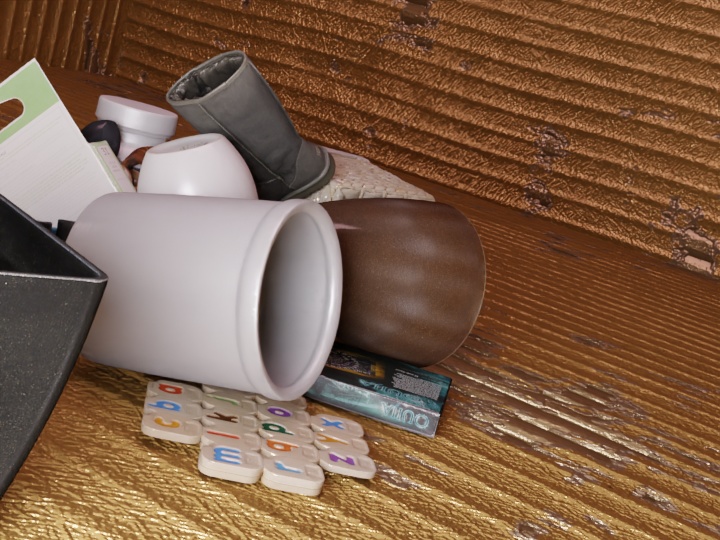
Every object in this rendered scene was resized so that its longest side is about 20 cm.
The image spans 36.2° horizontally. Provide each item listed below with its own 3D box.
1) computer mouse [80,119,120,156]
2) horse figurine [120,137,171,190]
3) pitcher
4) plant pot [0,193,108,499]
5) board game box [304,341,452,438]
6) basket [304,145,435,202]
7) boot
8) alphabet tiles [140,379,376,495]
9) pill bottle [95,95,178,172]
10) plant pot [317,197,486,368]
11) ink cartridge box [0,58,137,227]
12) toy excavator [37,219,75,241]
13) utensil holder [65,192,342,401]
[{"bbox_3d":[-0.325,-0.079,1.211,0.034,0.201,0.059,34,0,16],"label":"computer mouse"},{"bbox_3d":[-0.266,-0.058,1.207,0.132,0.201,0.050,26,-3,31],"label":"horse figurine"},{"bbox_3d":[-0.163,-0.038,1.145,0.120,0.202,0.172,-14,18,-11],"label":"pitcher"},{"bbox_3d":[-0.294,0.051,0.648,0.199,0.179,0.199,6,14,-41],"label":"plant pot"},{"bbox_3d":[-0.010,0.108,1.117,0.198,0.028,0.135,17,12,7],"label":"board game box"},{"bbox_3d":[-0.041,-0.038,1.361,0.160,0.200,0.199,29,17,37],"label":"basket"},{"bbox_3d":[-0.140,-0.129,1.185,0.200,0.181,0.073,35,26,-53],"label":"boot"},{"bbox_3d":[-0.087,0.135,0.926,0.193,0.015,0.200,13,12,-11],"label":"alphabet tiles"},{"bbox_3d":[-0.283,-0.097,1.304,0.114,0.202,0.116,14,12,-3],"label":"pill bottle"},{"bbox_3d":[0.000,0.000,1.169,0.199,0.189,0.186,12,10,-44],"label":"plant pot"},{"bbox_3d":[-0.327,-0.096,1.148,0.201,0.145,0.048,59,17,0],"label":"ink cartridge box"},{"bbox_3d":[-0.377,-0.008,1.079,0.198,0.101,0.193,7,2,39],"label":"toy excavator"},{"bbox_3d":[-0.138,0.017,0.970,0.198,0.172,0.170,5,7,23],"label":"utensil holder"}]
